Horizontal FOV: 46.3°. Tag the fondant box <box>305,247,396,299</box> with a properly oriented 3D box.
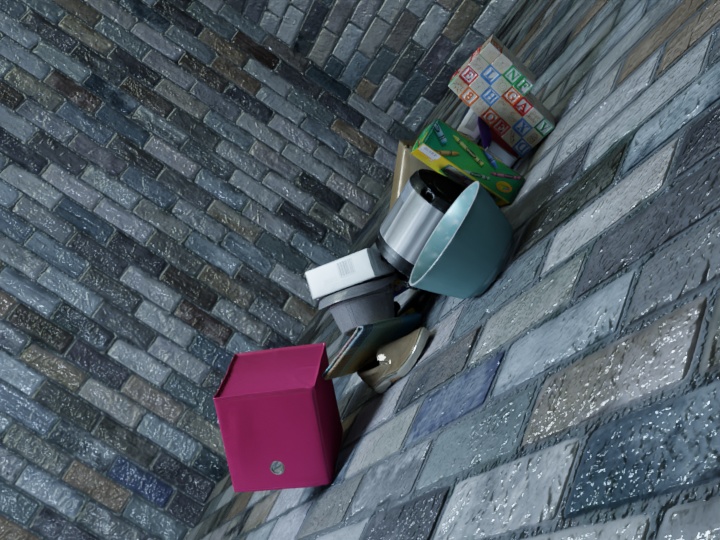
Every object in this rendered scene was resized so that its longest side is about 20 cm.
[{"bbox_3d":[0.000,0.000,1.669,0.143,0.059,0.200,-20,-5,24],"label":"fondant box"}]

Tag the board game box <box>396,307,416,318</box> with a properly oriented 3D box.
[{"bbox_3d":[0.044,0.142,1.768,0.095,0.030,0.200,-32,-10,-31],"label":"board game box"}]

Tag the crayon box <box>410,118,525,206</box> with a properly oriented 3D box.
[{"bbox_3d":[0.198,-0.197,1.580,0.059,0.199,0.119,-57,6,-5],"label":"crayon box"}]

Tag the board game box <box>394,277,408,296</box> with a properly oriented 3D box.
[{"bbox_3d":[0.088,0.005,1.815,0.199,0.045,0.135,-32,12,19],"label":"board game box"}]

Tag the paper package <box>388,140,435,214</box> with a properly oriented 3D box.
[{"bbox_3d":[0.121,-0.165,1.761,0.191,0.102,0.202,-92,9,-78],"label":"paper package"}]

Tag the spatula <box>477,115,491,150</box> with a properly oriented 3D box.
[{"bbox_3d":[0.244,-0.213,1.661,0.057,0.020,0.202,-52,-35,-51],"label":"spatula"}]

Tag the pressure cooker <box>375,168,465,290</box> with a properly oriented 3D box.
[{"bbox_3d":[0.124,-0.066,1.576,0.201,0.178,0.176,-58,-18,22],"label":"pressure cooker"}]

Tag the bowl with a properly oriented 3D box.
[{"bbox_3d":[0.176,-0.033,1.377,0.202,0.105,0.201,-56,7,10],"label":"bowl"}]

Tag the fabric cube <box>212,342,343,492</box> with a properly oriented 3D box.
[{"bbox_3d":[-0.151,0.279,1.616,0.200,0.194,0.201,-76,-22,-70],"label":"fabric cube"}]

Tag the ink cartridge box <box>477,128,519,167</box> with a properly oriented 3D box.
[{"bbox_3d":[0.288,-0.271,1.792,0.176,0.083,0.201,-52,8,34],"label":"ink cartridge box"}]

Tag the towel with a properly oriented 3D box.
[{"bbox_3d":[0.024,0.142,1.606,0.199,0.022,0.147,-6,-42,-53],"label":"towel"}]

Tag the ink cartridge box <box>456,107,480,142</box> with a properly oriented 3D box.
[{"bbox_3d":[0.237,-0.286,1.756,0.162,0.050,0.200,-58,-11,-23],"label":"ink cartridge box"}]

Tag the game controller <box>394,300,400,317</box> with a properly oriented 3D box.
[{"bbox_3d":[0.037,0.110,1.824,0.104,0.042,0.200,-37,-6,8],"label":"game controller"}]

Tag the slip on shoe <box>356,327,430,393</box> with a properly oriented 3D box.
[{"bbox_3d":[0.059,0.159,1.551,0.200,0.060,0.076,-50,9,51],"label":"slip on shoe"}]

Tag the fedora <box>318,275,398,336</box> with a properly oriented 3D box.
[{"bbox_3d":[0.011,0.074,1.648,0.175,0.091,0.200,-19,-4,15],"label":"fedora"}]

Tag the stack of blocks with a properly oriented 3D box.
[{"bbox_3d":[0.277,-0.328,1.586,0.115,0.200,0.059,-42,12,30],"label":"stack of blocks"}]
